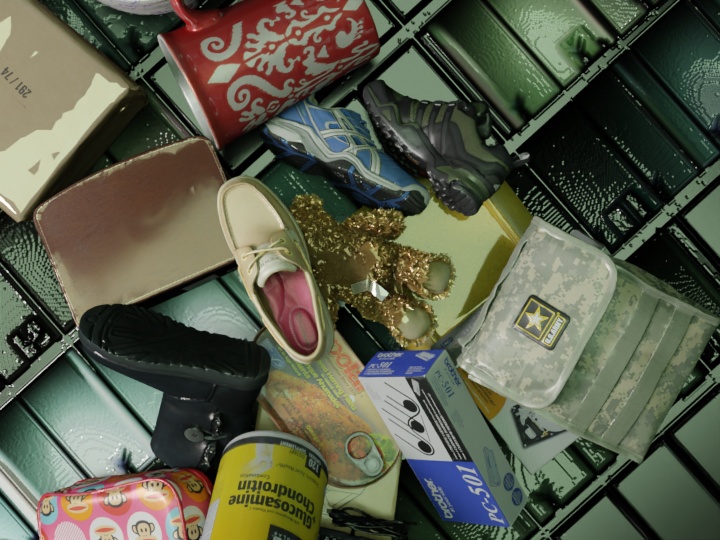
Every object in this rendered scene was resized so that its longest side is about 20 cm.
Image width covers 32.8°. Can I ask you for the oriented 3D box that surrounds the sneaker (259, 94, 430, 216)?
[{"bbox_3d":[-0.009,-0.125,1.275,0.200,0.076,0.077,31,73,16],"label":"sneaker"}]

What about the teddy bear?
[{"bbox_3d":[0.000,0.000,1.250,0.199,0.067,0.146,7,94,12],"label":"teddy bear"}]

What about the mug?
[{"bbox_3d":[-0.093,-0.237,1.243,0.199,0.178,0.134,-28,59,-8],"label":"mug"}]

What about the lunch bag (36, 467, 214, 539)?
[{"bbox_3d":[-0.233,0.299,1.255,0.199,0.082,0.177,-10,88,27],"label":"lunch bag"}]

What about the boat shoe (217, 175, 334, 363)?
[{"bbox_3d":[-0.081,-0.001,1.192,0.074,0.069,0.201,-28,92,1],"label":"boat shoe"}]

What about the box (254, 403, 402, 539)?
[{"bbox_3d":[-0.035,0.199,1.313,0.163,0.021,0.201,9,89,0],"label":"box"}]

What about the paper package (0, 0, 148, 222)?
[{"bbox_3d":[-0.359,-0.179,1.280,0.200,0.103,0.191,40,90,0],"label":"paper package"}]

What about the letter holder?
[{"bbox_3d":[-0.220,-0.042,1.280,0.199,0.101,0.143,-24,87,0],"label":"letter holder"}]

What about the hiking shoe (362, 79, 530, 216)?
[{"bbox_3d":[0.085,-0.143,1.271,0.101,0.076,0.200,-37,60,-10],"label":"hiking shoe"}]

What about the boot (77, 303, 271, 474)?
[{"bbox_3d":[-0.199,0.131,1.248,0.199,0.077,0.169,14,128,-7],"label":"boot"}]

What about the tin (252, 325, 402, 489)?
[{"bbox_3d":[-0.036,0.135,1.285,0.112,0.042,0.200,-37,88,3],"label":"tin"}]

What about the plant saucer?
[{"bbox_3d":[0.094,-0.015,1.301,0.200,0.048,0.200,-38,89,1],"label":"plant saucer"}]

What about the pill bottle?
[{"bbox_3d":[-0.098,0.264,1.183,0.111,0.112,0.201,9,47,1],"label":"pill bottle"}]

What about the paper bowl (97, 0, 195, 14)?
[{"bbox_3d":[-0.226,-0.369,1.279,0.200,0.104,0.202,0,89,0],"label":"paper bowl"}]

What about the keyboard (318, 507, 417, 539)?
[{"bbox_3d":[-0.010,0.291,1.260,0.199,0.040,0.104,14,58,-3],"label":"keyboard"}]

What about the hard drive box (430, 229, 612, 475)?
[{"bbox_3d":[0.200,0.083,1.262,0.200,0.077,0.156,-40,109,0],"label":"hard drive box"}]

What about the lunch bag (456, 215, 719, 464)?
[{"bbox_3d":[0.208,0.061,1.157,0.199,0.118,0.165,26,99,-14],"label":"lunch bag"}]

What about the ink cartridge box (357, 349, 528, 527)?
[{"bbox_3d":[0.085,0.170,1.240,0.044,0.094,0.200,-48,119,-37],"label":"ink cartridge box"}]
